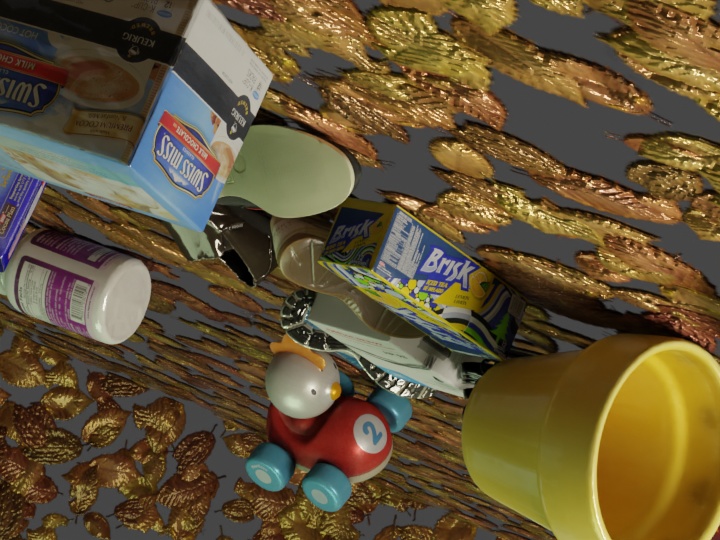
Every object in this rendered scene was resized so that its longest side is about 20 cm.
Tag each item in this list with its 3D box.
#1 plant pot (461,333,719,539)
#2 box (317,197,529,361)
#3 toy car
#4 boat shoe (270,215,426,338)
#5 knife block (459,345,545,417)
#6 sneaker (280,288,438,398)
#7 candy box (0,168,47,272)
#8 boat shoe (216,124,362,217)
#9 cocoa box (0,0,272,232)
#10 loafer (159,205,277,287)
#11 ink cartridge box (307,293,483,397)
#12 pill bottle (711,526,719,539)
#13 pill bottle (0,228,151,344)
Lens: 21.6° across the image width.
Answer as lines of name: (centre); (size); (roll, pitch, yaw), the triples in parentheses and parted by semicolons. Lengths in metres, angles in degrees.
plant pot: (0.196, 0.150, 1.638); (0.188, 0.202, 0.200); (7, 160, 47)
box: (0.057, 0.010, 1.637); (0.070, 0.065, 0.200); (10, 162, 45)
toy car: (-0.053, 0.164, 2.391); (0.176, 0.184, 0.201); (16, 138, 30)
boat shoe: (0.000, 0.000, 1.726); (0.199, 0.072, 0.065); (26, -155, -34)
knife block: (0.196, 0.133, 1.834); (0.200, 0.064, 0.175); (31, 154, -34)
sneaker: (0.007, 0.067, 2.026); (0.199, 0.079, 0.090); (29, -174, -10)
candy box: (-0.364, -0.116, 1.621); (0.199, 0.170, 0.077); (25, 165, -5)
boat shoe: (-0.079, -0.083, 1.503); (0.201, 0.074, 0.063); (2, -166, 36)
cocoa box: (-0.190, -0.130, 1.321); (0.199, 0.132, 0.133); (18, 167, 24)
loafer: (-0.147, -0.043, 1.772); (0.200, 0.072, 0.073); (31, 166, -33)
ink cartridge box: (0.031, 0.053, 1.870); (0.115, 0.067, 0.200); (14, 165, 42)
pill bottle: (0.404, 0.238, 1.868); (0.113, 0.113, 0.200); (28, 167, -25)
pill bottle: (-0.369, 0.012, 2.342); (0.199, 0.113, 0.112); (19, 168, 24)
